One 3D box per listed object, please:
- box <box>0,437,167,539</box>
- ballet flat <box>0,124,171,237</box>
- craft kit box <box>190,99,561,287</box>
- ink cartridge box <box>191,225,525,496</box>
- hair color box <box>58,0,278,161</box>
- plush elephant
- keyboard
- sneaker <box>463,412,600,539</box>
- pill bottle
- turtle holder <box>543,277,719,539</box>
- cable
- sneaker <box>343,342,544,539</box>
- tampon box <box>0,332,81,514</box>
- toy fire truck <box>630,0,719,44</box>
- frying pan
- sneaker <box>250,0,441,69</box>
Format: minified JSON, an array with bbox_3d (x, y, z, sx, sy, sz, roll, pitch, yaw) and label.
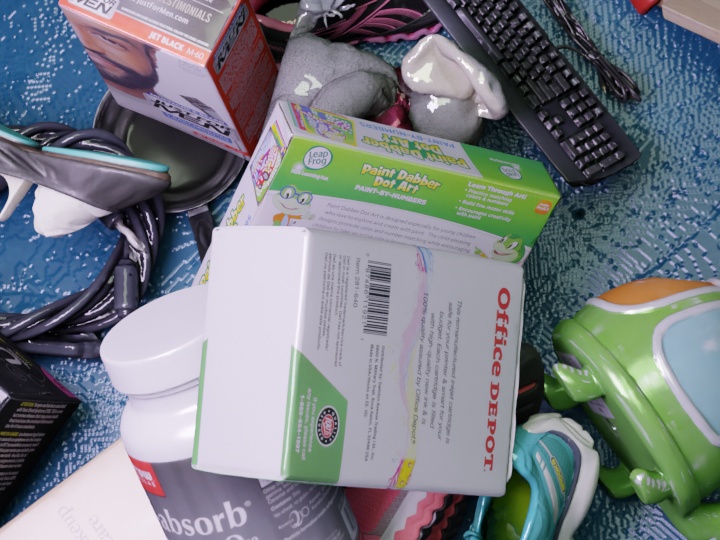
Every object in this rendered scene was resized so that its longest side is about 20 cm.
[{"bbox_3d":[-0.167,0.182,1.711,0.200,0.078,0.095,-38,75,-5],"label":"box"},{"bbox_3d":[-0.220,-0.062,1.738,0.199,0.068,0.069,16,94,23],"label":"ballet flat"},{"bbox_3d":[0.000,0.000,1.650,0.199,0.198,0.049,12,34,-27],"label":"craft kit box"},{"bbox_3d":[0.002,0.057,1.537,0.084,0.199,0.146,2,85,43],"label":"ink cartridge box"},{"bbox_3d":[-0.122,-0.147,1.707,0.110,0.200,0.064,24,78,12],"label":"hair color box"},{"bbox_3d":[0.015,-0.095,1.724,0.154,0.165,0.201,15,87,-1],"label":"plush elephant"},{"bbox_3d":[0.126,-0.150,1.755,0.127,0.021,0.200,-27,75,-45],"label":"keyboard"},{"bbox_3d":[0.091,0.185,1.644,0.077,0.079,0.201,24,115,35],"label":"sneaker"},{"bbox_3d":[-0.081,0.117,1.594,0.115,0.116,0.201,-23,111,0],"label":"pill bottle"},{"bbox_3d":[0.211,0.088,1.657,0.131,0.141,0.186,-35,68,-8],"label":"turtle holder"},{"bbox_3d":[-0.238,-0.024,1.783,0.198,0.051,0.165,6,87,16],"label":"cable"},{"bbox_3d":[0.042,0.112,1.668,0.087,0.074,0.201,45,120,22],"label":"sneaker"},{"bbox_3d":[-0.316,0.119,1.701,0.150,0.126,0.200,39,96,15],"label":"tampon box"},{"bbox_3d":[0.238,-0.244,1.769,0.175,0.129,0.201,-33,84,-3],"label":"toy fire truck"},{"bbox_3d":[-0.108,-0.068,1.800,0.115,0.031,0.190,-41,76,-4],"label":"frying pan"},{"bbox_3d":[0.000,-0.201,1.792,0.199,0.095,0.079,-24,70,-1],"label":"sneaker"}]
